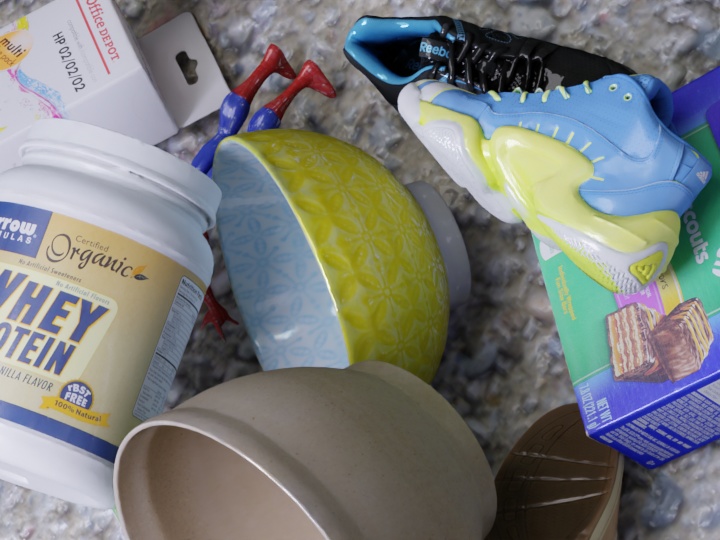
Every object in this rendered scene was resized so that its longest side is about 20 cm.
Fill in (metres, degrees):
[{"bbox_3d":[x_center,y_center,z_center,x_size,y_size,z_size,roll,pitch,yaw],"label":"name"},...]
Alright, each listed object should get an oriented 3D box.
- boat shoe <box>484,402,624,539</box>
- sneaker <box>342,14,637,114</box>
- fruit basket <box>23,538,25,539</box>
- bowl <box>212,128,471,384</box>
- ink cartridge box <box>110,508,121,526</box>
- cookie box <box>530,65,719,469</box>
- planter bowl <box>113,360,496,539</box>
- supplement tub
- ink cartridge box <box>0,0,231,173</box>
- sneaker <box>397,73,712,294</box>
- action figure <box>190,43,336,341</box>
[{"bbox_3d":[0.104,0.165,1.237,0.071,0.065,0.200,1,54,28],"label":"boat shoe"},{"bbox_3d":[0.076,-0.109,1.350,0.200,0.082,0.073,12,80,39],"label":"sneaker"},{"bbox_3d":[-0.117,0.258,1.299,0.094,0.185,0.200,-37,34,-19],"label":"fruit basket"},{"bbox_3d":[0.000,0.000,1.338,0.108,0.200,0.200,-20,52,-17],"label":"bowl"},{"bbox_3d":[-0.059,0.200,1.328,0.059,0.104,0.200,-45,52,17],"label":"ink cartridge box"},{"bbox_3d":[0.201,-0.014,1.222,0.200,0.075,0.171,-29,56,26],"label":"cookie box"},{"bbox_3d":[-0.013,0.131,1.195,0.200,0.201,0.135,21,44,41],"label":"planter bowl"},{"bbox_3d":[-0.171,0.025,1.334,0.144,0.144,0.200,8,74,40],"label":"supplement tub"},{"bbox_3d":[-0.198,-0.119,1.523,0.200,0.068,0.115,-28,45,0],"label":"ink cartridge box"},{"bbox_3d":[0.112,-0.070,1.230,0.105,0.076,0.200,-47,54,-4],"label":"sneaker"},{"bbox_3d":[-0.088,-0.040,1.474,0.200,0.099,0.065,-48,44,-15],"label":"action figure"}]
